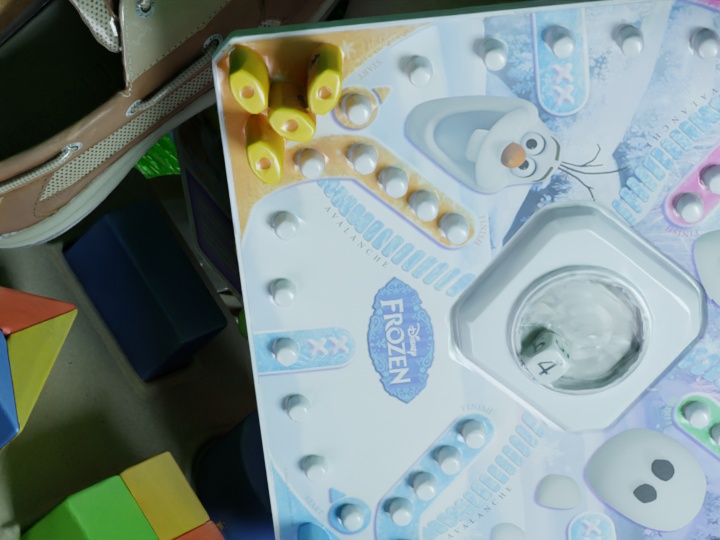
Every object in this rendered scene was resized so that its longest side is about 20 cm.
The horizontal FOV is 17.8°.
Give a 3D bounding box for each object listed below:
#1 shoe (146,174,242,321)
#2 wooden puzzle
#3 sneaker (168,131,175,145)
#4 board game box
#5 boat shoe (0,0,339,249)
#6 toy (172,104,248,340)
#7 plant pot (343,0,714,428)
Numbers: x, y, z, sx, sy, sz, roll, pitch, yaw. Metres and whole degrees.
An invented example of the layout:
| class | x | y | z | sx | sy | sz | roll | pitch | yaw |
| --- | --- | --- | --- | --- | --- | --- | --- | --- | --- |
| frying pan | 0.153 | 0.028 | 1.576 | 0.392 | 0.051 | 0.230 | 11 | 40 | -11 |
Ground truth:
| class | x | y | z | sx | sy | sz | roll | pitch | yaw |
| --- | --- | --- | --- | --- | --- | --- | --- | --- | --- |
| shoe | 0.000 | 0.000 | 0.922 | 0.198 | 0.054 | 0.070 | 2 | 144 | -19 |
| wooden puzzle | -0.076 | 0.051 | 0.771 | 0.186 | 0.046 | 0.200 | 56 | -149 | 8 |
| sneaker | -0.041 | -0.057 | 1.013 | 0.090 | 0.078 | 0.200 | 60 | 178 | 13 |
| board game box | 0.065 | 0.019 | 0.680 | 0.198 | 0.026 | 0.201 | -5 | 116 | 2 |
| boat shoe | -0.066 | -0.084 | 0.703 | 0.076 | 0.200 | 0.072 | 45 | -172 | 15 |
| toy | -0.032 | -0.062 | 0.841 | 0.047 | 0.201 | 0.115 | -20 | 142 | 16 |
| plant pot | 0.063 | -0.019 | 0.763 | 0.199 | 0.135 | 0.200 | 30 | 165 | 9 |
